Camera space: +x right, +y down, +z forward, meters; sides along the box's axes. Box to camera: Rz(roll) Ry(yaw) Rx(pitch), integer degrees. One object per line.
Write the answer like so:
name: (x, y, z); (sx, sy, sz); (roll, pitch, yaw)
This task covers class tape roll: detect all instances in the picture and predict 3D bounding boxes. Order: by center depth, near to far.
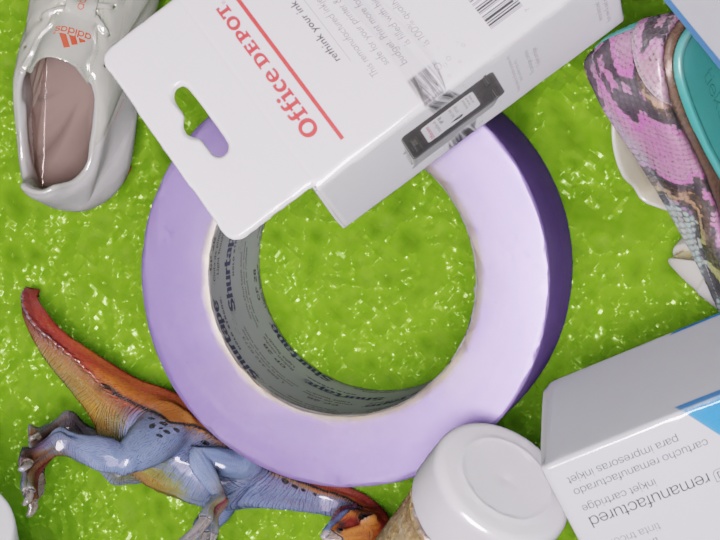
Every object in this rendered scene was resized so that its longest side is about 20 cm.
tape roll: (0.000, 0.000, 0.899); (0.200, 0.085, 0.200); (1, 94, 14)

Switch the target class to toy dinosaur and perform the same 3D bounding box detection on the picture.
toy dinosaur: (-0.079, 0.095, 0.930); (0.181, 0.105, 0.200); (-4, 81, -6)

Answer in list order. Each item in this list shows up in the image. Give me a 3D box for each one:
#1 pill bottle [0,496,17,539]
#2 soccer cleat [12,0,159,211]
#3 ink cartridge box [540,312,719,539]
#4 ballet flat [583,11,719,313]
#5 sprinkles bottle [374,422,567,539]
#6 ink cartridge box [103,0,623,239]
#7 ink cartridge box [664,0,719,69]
pill bottle: (-0.205, 0.204, 0.906); (0.119, 0.120, 0.200); (9, 124, 13)
soccer cleat: (-0.138, -0.128, 0.925); (0.069, 0.078, 0.200); (6, 96, 14)
ink cartridge box: (0.189, 0.124, 0.833); (0.144, 0.085, 0.200); (-24, 109, 16)
ballet flat: (0.164, -0.031, 0.855); (0.071, 0.069, 0.200); (-5, 125, 49)
sprinkles bottle: (0.024, 0.157, 0.875); (0.068, 0.068, 0.200); (38, 130, 8)
ink cartridge box: (0.001, -0.104, 0.814); (0.200, 0.067, 0.116); (-36, 72, 1)
ink cartridge box: (0.196, -0.203, 0.787); (0.200, 0.084, 0.145); (-37, 85, -17)
